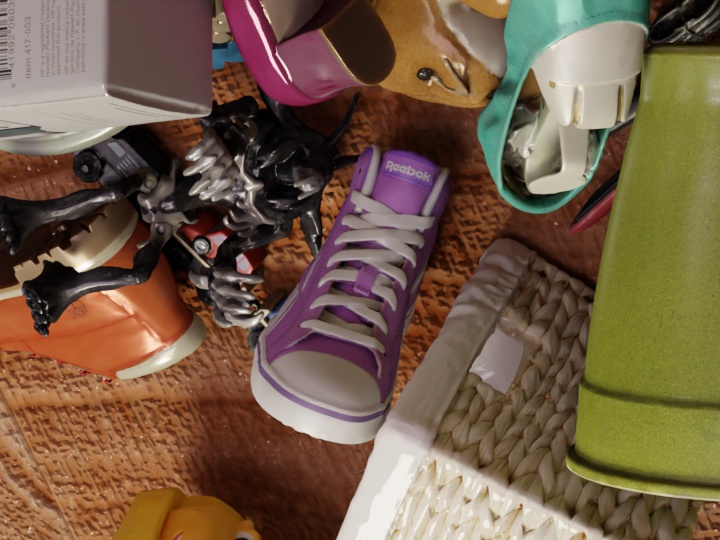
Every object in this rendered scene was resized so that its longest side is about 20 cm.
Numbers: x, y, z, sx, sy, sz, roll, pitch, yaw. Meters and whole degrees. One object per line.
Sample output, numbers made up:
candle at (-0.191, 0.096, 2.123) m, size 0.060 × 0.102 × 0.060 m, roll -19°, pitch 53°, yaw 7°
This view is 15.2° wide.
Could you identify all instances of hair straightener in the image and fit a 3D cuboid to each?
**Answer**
hair straightener at (0.148, -0.101, 1.301) m, size 0.077 × 0.041 × 0.200 m, roll 46°, pitch 126°, yaw -4°

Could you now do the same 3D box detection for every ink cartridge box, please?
ink cartridge box at (-0.172, -0.139, 1.271) m, size 0.200 × 0.086 × 0.147 m, roll -4°, pitch 83°, yaw 35°

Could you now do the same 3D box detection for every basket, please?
basket at (0.081, 0.128, 1.370) m, size 0.161 × 0.198 × 0.200 m, roll 24°, pitch 125°, yaw 7°

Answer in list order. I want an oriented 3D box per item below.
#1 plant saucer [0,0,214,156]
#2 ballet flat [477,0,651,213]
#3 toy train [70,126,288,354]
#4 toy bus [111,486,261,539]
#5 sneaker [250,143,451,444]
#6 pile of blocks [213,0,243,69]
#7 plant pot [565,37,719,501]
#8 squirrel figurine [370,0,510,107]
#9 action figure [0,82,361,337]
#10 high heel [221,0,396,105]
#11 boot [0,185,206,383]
plant saucer at (-0.164, -0.159, 1.353) m, size 0.200 × 0.050 × 0.201 m, roll -4°, pitch 81°, yaw 30°
ballet flat at (0.097, -0.084, 1.214) m, size 0.200 × 0.067 × 0.071 m, roll 105°, pitch 152°, yaw -64°
toy train at (-0.076, -0.008, 1.470) m, size 0.200 × 0.034 × 0.046 m, roll 45°, pitch 116°, yaw -2°
toy bus at (-0.028, 0.213, 1.496) m, size 0.192 × 0.136 × 0.200 m, roll -12°, pitch 126°, yaw 23°
sneaker at (-0.001, 0.000, 1.334) m, size 0.073 × 0.201 × 0.114 m, roll 19°, pitch 116°, yaw -1°
pile of blocks at (-0.101, -0.138, 1.402) m, size 0.200 × 0.082 × 0.062 m, roll -16°, pitch 66°, yaw 23°
plant pot at (0.193, -0.008, 1.210) m, size 0.200 × 0.200 × 0.193 m, roll 3°, pitch 97°, yaw 25°
squirrel figurine at (0.027, -0.178, 1.281) m, size 0.200 × 0.141 × 0.187 m, roll 37°, pitch 139°, yaw 21°
action figure at (-0.080, -0.028, 1.366) m, size 0.200 × 0.102 × 0.119 m, roll -21°, pitch 120°, yaw -7°
high heel at (-0.064, -0.161, 1.228) m, size 0.096 × 0.067 × 0.200 m, roll -3°, pitch 118°, yaw 55°
boot at (-0.170, 0.027, 1.501) m, size 0.200 × 0.075 × 0.107 m, roll -15°, pitch 122°, yaw 48°
